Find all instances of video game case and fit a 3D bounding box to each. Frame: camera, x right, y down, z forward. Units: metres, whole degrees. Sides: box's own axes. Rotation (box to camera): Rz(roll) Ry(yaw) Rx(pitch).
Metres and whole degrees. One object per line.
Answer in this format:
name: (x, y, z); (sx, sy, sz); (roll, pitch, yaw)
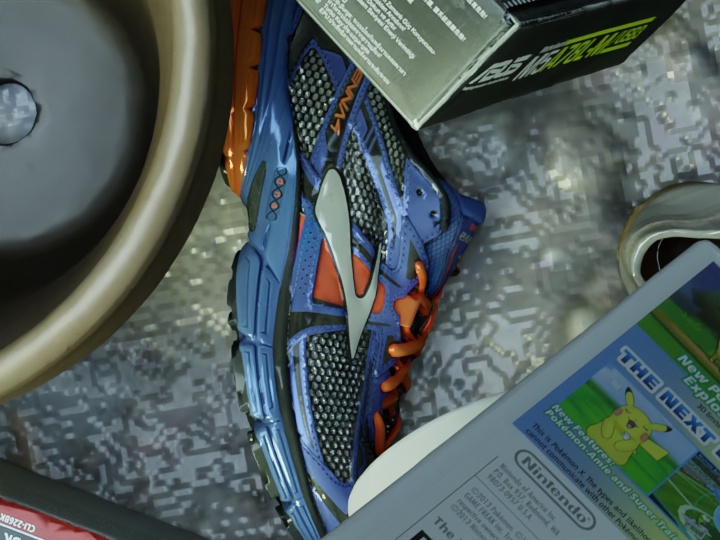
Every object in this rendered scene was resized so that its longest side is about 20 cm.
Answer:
video game case: (0.105, 0.103, 0.727); (0.200, 0.182, 0.022); (45, 138, 11)

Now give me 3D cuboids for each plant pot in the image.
plant pot: (-0.125, -0.051, 0.837); (0.200, 0.175, 0.201); (0, 87, 8)

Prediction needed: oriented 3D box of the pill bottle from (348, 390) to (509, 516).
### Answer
pill bottle: (0.070, 0.135, 0.775); (0.112, 0.112, 0.200); (-26, 63, 6)

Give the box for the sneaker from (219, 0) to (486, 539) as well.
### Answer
sneaker: (0.000, 0.000, 0.870); (0.078, 0.075, 0.200); (-6, 88, 5)

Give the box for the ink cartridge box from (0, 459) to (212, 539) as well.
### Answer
ink cartridge box: (-0.108, 0.154, 0.871); (0.200, 0.084, 0.176); (19, 91, 9)

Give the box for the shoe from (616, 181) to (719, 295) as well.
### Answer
shoe: (0.168, 0.026, 0.851); (0.200, 0.053, 0.070); (19, 90, 9)

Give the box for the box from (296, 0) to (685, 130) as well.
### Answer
box: (-0.005, -0.134, 0.814); (0.048, 0.193, 0.200); (-45, 81, 20)
